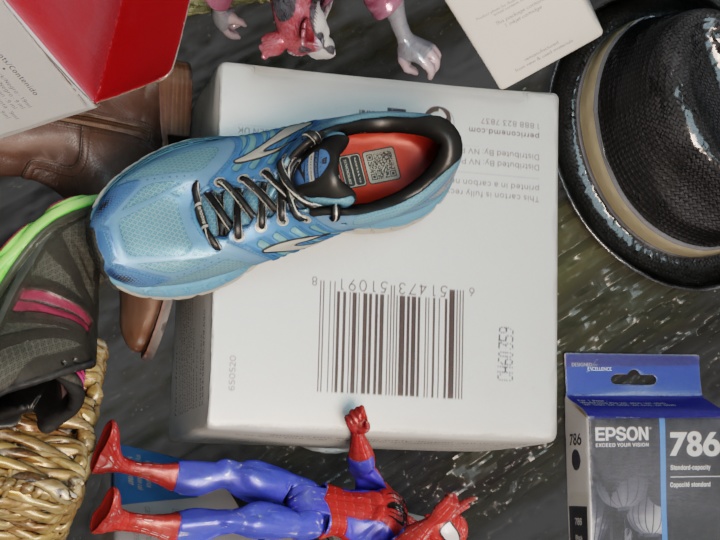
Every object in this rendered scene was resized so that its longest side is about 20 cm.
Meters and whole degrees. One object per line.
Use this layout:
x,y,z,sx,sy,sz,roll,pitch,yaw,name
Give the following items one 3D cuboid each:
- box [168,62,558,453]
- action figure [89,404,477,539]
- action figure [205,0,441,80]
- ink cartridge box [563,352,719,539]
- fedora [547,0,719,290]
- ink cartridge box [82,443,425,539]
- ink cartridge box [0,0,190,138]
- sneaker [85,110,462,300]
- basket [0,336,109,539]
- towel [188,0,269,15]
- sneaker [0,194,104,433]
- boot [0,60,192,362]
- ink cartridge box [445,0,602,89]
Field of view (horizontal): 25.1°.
0.000,0.000,0.919,0.198,0.131,0.201,4,80,-16,box
-0.024,0.104,0.808,0.199,0.099,0.065,14,43,-23,action figure
-0.020,-0.189,0.882,0.133,0.149,0.200,2,43,4,action figure
0.179,0.149,1.001,0.099,0.039,0.201,0,81,-16,ink cartridge box
0.216,-0.090,1.016,0.200,0.092,0.202,2,81,-16,fedora
-0.047,0.179,0.863,0.199,0.145,0.085,15,108,-15,ink cartridge box
-0.173,-0.170,0.831,0.084,0.175,0.201,51,34,-44,ink cartridge box
-0.039,-0.045,0.799,0.199,0.090,0.079,-19,86,-17,sneaker
-0.249,0.087,0.868,0.199,0.149,0.143,14,45,-14,basket
-0.086,-0.228,0.977,0.199,0.036,0.149,-11,84,-18,towel
-0.164,0.035,0.810,0.084,0.077,0.200,41,51,-1,sneaker
-0.198,-0.047,0.902,0.199,0.064,0.187,6,70,-18,boot
0.050,-0.209,0.857,0.067,0.116,0.200,-27,132,14,ink cartridge box
